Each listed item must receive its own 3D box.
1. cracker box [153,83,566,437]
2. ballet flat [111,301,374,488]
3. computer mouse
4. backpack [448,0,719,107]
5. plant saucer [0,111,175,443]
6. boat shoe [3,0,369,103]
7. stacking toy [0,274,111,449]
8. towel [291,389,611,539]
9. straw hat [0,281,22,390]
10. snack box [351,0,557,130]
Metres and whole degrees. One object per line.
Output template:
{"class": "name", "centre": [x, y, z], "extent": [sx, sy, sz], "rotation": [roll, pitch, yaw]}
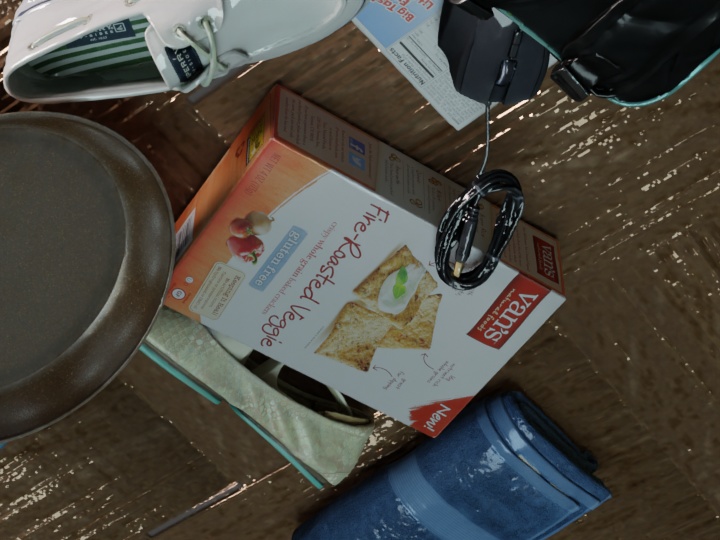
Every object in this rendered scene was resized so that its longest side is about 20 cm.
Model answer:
{"class": "cracker box", "centre": [0.000, 0.000, 0.948], "extent": [0.198, 0.058, 0.134], "rotation": [27, 124, -20]}
{"class": "ballet flat", "centre": [-0.068, 0.057, 1.004], "extent": [0.062, 0.067, 0.200], "rotation": [-48, 122, 1]}
{"class": "computer mouse", "centre": [0.068, -0.078, 0.853], "extent": [0.058, 0.034, 0.202], "rotation": [-3, 118, -15]}
{"class": "backpack", "centre": [0.134, -0.196, 0.727], "extent": [0.175, 0.155, 0.199], "rotation": [33, 132, -26]}
{"class": "plant saucer", "centre": [-0.192, 0.002, 0.867], "extent": [0.198, 0.032, 0.202], "rotation": [-21, 132, -26]}
{"class": "boat shoe", "centre": [-0.087, -0.117, 0.831], "extent": [0.198, 0.067, 0.074], "rotation": [-11, 133, 21]}
{"class": "stacking toy", "centre": [-0.215, 0.049, 0.980], "extent": [0.085, 0.086, 0.200], "rotation": [32, 117, -23]}
{"class": "towel", "centre": [0.055, 0.162, 1.083], "extent": [0.199, 0.049, 0.111], "rotation": [-37, 119, 26]}
{"class": "straw hat", "centre": [-0.290, 0.046, 0.921], "extent": [0.199, 0.085, 0.203], "rotation": [-16, 129, -21]}
{"class": "snack box", "centre": [0.015, -0.159, 0.841], "extent": [0.072, 0.024, 0.200], "rotation": [-33, 122, 24]}
